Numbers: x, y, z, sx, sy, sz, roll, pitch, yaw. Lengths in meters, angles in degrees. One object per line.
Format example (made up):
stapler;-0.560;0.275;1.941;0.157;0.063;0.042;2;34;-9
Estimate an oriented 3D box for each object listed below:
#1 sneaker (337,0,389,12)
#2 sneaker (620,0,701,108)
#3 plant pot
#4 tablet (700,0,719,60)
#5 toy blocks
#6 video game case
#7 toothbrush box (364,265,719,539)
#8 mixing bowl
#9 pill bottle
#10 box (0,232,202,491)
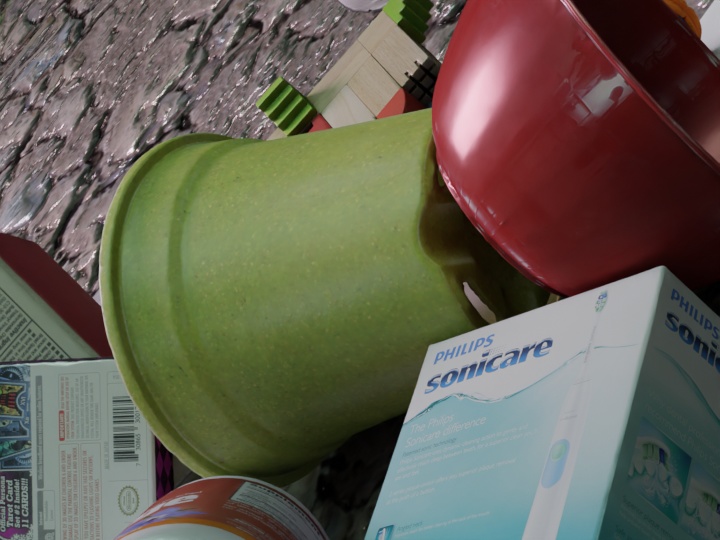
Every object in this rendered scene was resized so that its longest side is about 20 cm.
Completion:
sneaker;0.047;-0.272;1.284;0.200;0.087;0.075;-42;29;20
sneaker;0.096;-0.072;0.935;0.200;0.075;0.079;-44;17;34
plant pot;0.000;0.000;0.901;0.184;0.200;0.201;-18;40;36
tablet;0.224;-0.141;0.913;0.200;0.014;0.130;-53;26;-6
toy blocks;0.005;-0.068;1.097;0.200;0.100;0.137;-48;38;8
video game case;-0.190;0.149;0.951;0.181;0.036;0.201;-4;85;13
toothbrush box;0.078;0.114;0.730;0.146;0.085;0.200;-23;38;45
mixing bowl;0.104;-0.059;0.788;0.108;0.200;0.200;-42;27;21
pill bottle;-0.068;0.157;0.812;0.112;0.112;0.200;-48;-2;4
box;-0.185;0.088;1.030;0.128;0.200;0.109;-48;-12;5
